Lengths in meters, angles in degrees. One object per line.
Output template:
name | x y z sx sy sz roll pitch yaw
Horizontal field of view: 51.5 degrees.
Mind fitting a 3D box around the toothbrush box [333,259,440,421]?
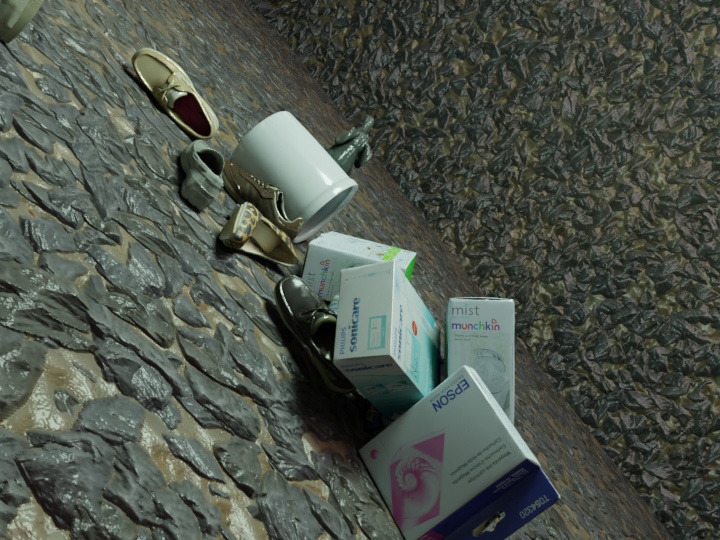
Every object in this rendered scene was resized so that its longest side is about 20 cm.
toothbrush box | 0.043 0.102 1.037 0.200 0.085 0.147 53 34 -48

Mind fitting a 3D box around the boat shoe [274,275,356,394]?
boat shoe | -0.057 0.082 1.086 0.200 0.073 0.065 53 -28 17

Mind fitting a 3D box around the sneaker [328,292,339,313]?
sneaker | -0.007 0.137 1.211 0.086 0.077 0.201 -40 104 -44

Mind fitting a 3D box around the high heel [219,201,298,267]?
high heel | -0.149 -0.041 1.185 0.142 0.071 0.200 40 6 -14

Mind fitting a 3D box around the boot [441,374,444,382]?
boot | 0.186 0.276 1.393 0.158 0.080 0.211 47 22 22

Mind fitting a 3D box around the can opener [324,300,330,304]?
can opener | -0.007 0.066 1.405 0.200 0.079 0.063 11 31 -50

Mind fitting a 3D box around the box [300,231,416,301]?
box | 0.000 0.000 1.348 0.176 0.097 0.200 14 11 6

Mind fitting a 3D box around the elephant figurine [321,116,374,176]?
elephant figurine | -0.028 -0.375 2.251 0.155 0.200 0.141 56 14 26

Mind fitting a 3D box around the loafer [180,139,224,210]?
loafer | -0.250 -0.167 1.215 0.070 0.070 0.200 41 15 -32

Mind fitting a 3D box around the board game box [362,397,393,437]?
board game box | 0.081 0.223 1.178 0.200 0.035 0.136 39 43 -39

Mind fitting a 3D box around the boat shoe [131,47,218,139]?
boat shoe | -0.334 -0.319 1.359 0.200 0.074 0.069 45 8 -23

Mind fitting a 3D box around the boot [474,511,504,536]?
boot | 0.178 0.351 1.121 0.075 0.097 0.200 51 13 6

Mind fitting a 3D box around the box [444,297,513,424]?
box | 0.176 0.140 1.123 0.200 0.096 0.177 60 31 -80

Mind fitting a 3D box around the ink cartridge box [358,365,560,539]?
ink cartridge box | 0.119 0.260 0.962 0.043 0.196 0.200 27 26 -55

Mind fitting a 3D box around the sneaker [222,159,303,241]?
sneaker | -0.178 -0.134 1.353 0.200 0.075 0.070 52 13 8

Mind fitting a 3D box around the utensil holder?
utensil holder | -0.132 -0.181 1.448 0.200 0.170 0.170 48 13 6

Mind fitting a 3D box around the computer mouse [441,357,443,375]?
computer mouse | 0.203 0.258 1.607 0.140 0.046 0.200 45 8 -38

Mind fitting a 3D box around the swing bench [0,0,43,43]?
swing bench | -0.517 -0.438 0.960 0.199 0.130 0.200 32 22 -55
